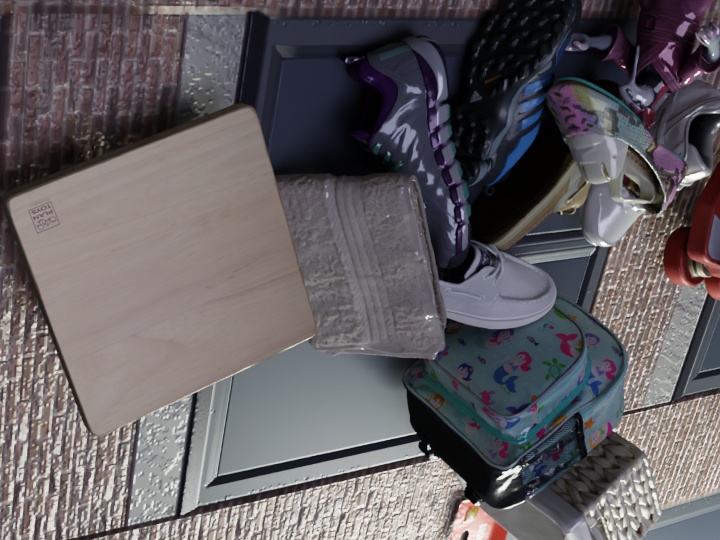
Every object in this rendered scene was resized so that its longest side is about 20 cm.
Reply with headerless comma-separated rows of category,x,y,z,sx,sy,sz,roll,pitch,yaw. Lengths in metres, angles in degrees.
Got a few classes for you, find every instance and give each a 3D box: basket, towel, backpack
basket,0.201,0.215,1.311,0.123,0.200,0.136,-40,135,-17
towel,0.000,0.000,1.078,0.035,0.132,0.200,-68,152,-46
backpack,0.158,0.108,1.222,0.200,0.178,0.151,-28,136,-24

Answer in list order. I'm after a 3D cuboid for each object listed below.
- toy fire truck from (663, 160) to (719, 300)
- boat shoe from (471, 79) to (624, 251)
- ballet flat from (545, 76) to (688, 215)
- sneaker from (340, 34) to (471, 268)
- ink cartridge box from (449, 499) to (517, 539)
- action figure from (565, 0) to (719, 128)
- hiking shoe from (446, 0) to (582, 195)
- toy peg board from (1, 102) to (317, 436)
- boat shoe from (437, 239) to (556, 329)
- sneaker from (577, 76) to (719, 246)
toy fire truck,0.427,-0.054,1.375,0.200,0.112,0.168,16,83,-42
boat shoe,0.189,-0.087,1.186,0.200,0.074,0.066,-46,129,-2
ballet flat,0.231,-0.101,1.122,0.200,0.069,0.071,27,72,-44
sneaker,0.035,-0.093,1.059,0.087,0.074,0.200,-14,102,-16
ink cartridge box,0.188,0.327,1.473,0.200,0.050,0.162,-7,121,-37
action figure,0.275,-0.227,1.144,0.149,0.134,0.200,-9,116,-64
hiking shoe,0.135,-0.164,1.111,0.087,0.074,0.200,6,120,-58
toy peg board,-0.163,-0.010,0.983,0.200,0.098,0.200,-25,114,-22
boat shoe,0.094,0.000,1.139,0.200,0.072,0.069,14,149,-14
sneaker,0.292,-0.103,1.233,0.078,0.099,0.200,21,105,-42
